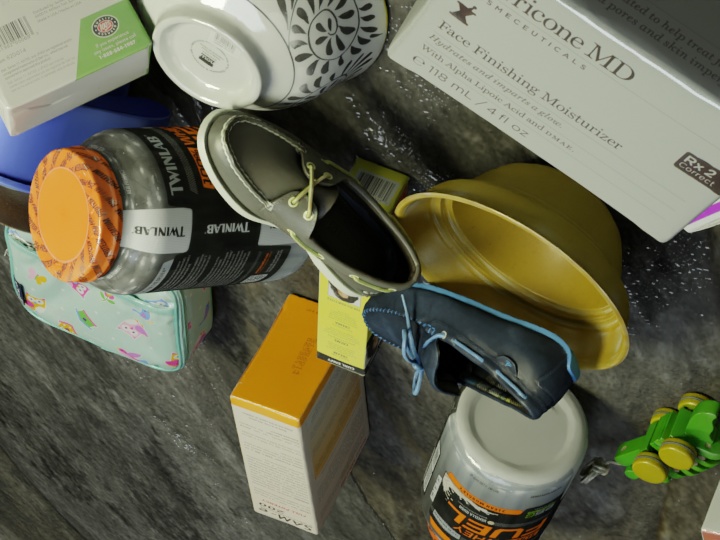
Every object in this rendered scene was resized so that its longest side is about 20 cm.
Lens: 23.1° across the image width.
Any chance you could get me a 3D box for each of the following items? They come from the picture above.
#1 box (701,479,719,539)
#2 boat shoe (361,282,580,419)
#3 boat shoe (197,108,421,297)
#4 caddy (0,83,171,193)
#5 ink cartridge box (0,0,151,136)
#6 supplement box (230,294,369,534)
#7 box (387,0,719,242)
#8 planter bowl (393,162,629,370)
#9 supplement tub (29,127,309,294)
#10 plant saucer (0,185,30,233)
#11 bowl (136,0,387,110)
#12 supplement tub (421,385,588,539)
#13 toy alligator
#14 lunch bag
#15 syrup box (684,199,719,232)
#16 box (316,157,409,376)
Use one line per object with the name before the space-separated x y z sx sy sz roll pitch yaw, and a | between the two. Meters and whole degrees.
box | 0.380 0.244 1.459 0.152 0.106 0.200 9 142 29
boat shoe | 0.070 0.060 1.352 0.200 0.069 0.084 13 150 45
boat shoe | -0.034 -0.050 1.284 0.202 0.072 0.060 41 157 -31
caddy | -0.249 -0.109 1.390 0.200 0.105 0.141 8 -156 -45
ink cartridge box | -0.247 -0.215 1.276 0.200 0.117 0.067 62 167 7
supplement box | -0.053 0.135 1.635 0.073 0.126 0.200 17 145 18
box | 0.156 -0.163 0.997 0.199 0.200 0.131 33 148 -5
planter bowl | 0.130 -0.020 1.304 0.200 0.084 0.200 31 159 13
supplement tub | -0.139 -0.047 1.325 0.122 0.200 0.123 7 100 47
plant saucer | -0.301 -0.106 1.477 0.200 0.200 0.032 34 112 -6
bowl | -0.089 -0.179 1.269 0.200 0.094 0.201 20 147 14
supplement tub | 0.122 0.180 1.561 0.122 0.123 0.200 25 147 8
toy alligator | 0.257 0.156 1.479 0.054 0.059 0.200 35 147 -8
lunch bag | -0.239 0.003 1.646 0.200 0.077 0.161 22 147 13
syrup box | 0.185 -0.123 1.141 0.200 0.079 0.081 41 146 -17
box | 0.000 0.000 1.460 0.050 0.075 0.200 20 145 12
